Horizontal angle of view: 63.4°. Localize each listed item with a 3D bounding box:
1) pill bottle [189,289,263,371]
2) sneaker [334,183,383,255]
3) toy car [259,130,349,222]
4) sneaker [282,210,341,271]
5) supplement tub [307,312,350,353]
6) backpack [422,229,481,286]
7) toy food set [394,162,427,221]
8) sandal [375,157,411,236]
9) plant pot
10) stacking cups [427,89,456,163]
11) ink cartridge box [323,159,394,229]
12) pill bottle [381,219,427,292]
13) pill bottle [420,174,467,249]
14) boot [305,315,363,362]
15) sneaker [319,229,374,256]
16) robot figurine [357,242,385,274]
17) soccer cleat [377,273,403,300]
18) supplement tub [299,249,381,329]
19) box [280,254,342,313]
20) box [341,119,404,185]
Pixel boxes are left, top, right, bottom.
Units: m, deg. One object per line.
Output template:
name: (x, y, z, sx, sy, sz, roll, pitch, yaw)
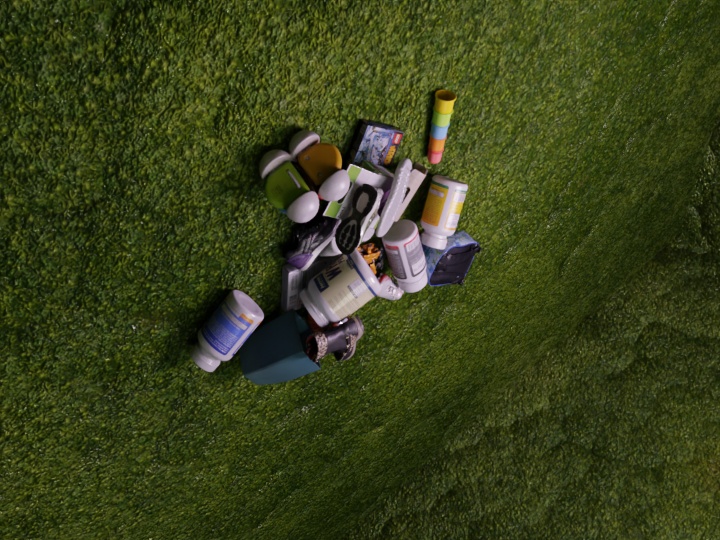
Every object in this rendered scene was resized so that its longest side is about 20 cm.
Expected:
pill bottle: (-0.352, 0.160, 1.517, 0.201, 0.112, 0.112, -48, 144, 6)
sneaker: (0.007, -0.124, 1.449, 0.088, 0.077, 0.202, -19, 145, -54)
toy car: (-0.130, -0.205, 1.352, 0.198, 0.176, 0.150, -35, 169, -13)
sneaker: (-0.128, -0.097, 1.526, 0.087, 0.076, 0.202, 34, 93, -40)
supplement tub: (-0.086, 0.170, 1.767, 0.122, 0.123, 0.201, -40, 153, -6)
backpack: (0.267, -0.046, 1.909, 0.197, 0.147, 0.186, -10, 133, -44)
toy food set: (0.120, -0.222, 1.592, 0.145, 0.060, 0.200, -58, 180, 17)
sandal: (0.075, -0.185, 1.467, 0.082, 0.049, 0.207, -3, 116, -64)
plant pot: (-0.239, 0.236, 1.668, 0.196, 0.144, 0.142, -24, 147, 5)
stacking cups: (0.218, -0.392, 1.604, 0.060, 0.061, 0.203, -25, 144, -25)
ink cartridge box: (-0.008, -0.201, 1.474, 0.197, 0.076, 0.150, 10, 119, -47)
pill bottle: (0.139, -0.041, 1.776, 0.112, 0.114, 0.203, -32, 128, -16)
pill bottle: (0.244, -0.174, 1.754, 0.111, 0.112, 0.205, -1, 111, -44)
boot: (-0.081, 0.207, 1.612, 0.148, 0.074, 0.201, -18, 157, -30)
sneaker: (-0.043, -0.094, 1.628, 0.088, 0.077, 0.199, -26, -176, 45)
robot figurine: (0.000, 0.000, 1.762, 0.142, 0.058, 0.204, -15, 135, -36)
soccer cleat: (0.089, 0.058, 1.831, 0.069, 0.084, 0.200, -56, 169, 6)
supplement tub: (-0.055, 0.052, 1.603, 0.198, 0.146, 0.145, -36, 145, 3)
box: (-0.132, 0.025, 1.667, 0.196, 0.041, 0.159, -21, 139, -29)
box: (0.020, -0.283, 1.518, 0.135, 0.040, 0.203, -2, 126, -43)
